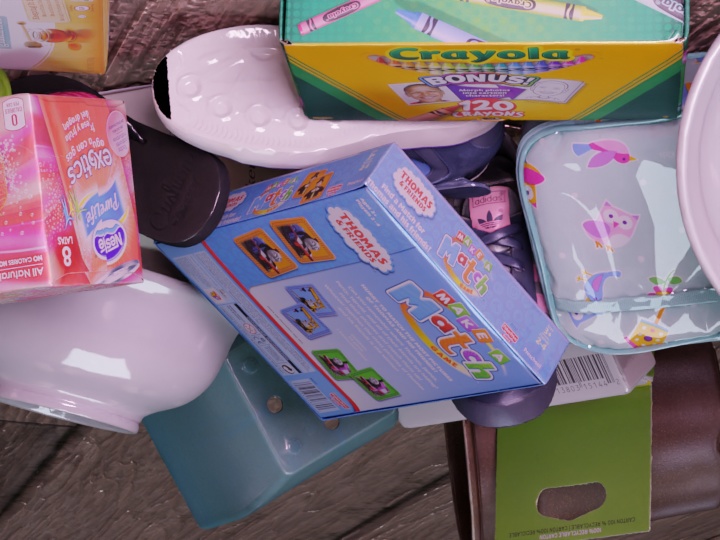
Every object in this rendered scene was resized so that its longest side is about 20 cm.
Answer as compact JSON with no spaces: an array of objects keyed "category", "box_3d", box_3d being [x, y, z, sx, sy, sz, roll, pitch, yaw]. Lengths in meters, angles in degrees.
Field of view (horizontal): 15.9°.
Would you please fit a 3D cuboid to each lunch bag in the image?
[{"category":"lunch bag","box_3d":[0.192,-0.034,1.416,0.198,0.161,0.077,-5,-152,16]}]

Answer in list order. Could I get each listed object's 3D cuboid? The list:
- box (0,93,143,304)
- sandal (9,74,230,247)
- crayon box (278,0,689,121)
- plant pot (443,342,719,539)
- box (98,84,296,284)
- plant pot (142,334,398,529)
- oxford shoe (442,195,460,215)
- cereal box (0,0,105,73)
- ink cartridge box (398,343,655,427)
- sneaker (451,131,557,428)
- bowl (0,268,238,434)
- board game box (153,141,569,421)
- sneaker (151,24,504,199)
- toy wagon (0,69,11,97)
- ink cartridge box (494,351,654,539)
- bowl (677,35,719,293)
[{"category":"box","box_3d":[-0.225,-0.028,1.366,0.199,0.104,0.094,-7,178,27]},{"category":"sandal","box_3d":[-0.155,-0.066,1.425,0.199,0.076,0.045,19,178,38]},{"category":"crayon box","box_3d":[0.064,-0.121,1.302,0.198,0.059,0.119,0,165,5]},{"category":"plant pot","box_3d":[0.166,0.114,1.946,0.196,0.202,0.200,-6,165,-3]},{"category":"box","box_3d":[-0.092,-0.038,1.561,0.077,0.096,0.200,-7,164,29]},{"category":"plant pot","box_3d":[-0.059,0.083,1.756,0.141,0.142,0.200,-30,-176,-17]},{"category":"oxford shoe","box_3d":[0.000,0.000,1.471,0.084,0.073,0.200,15,161,-16]},{"category":"cereal box","box_3d":[-0.224,-0.138,1.269,0.198,0.040,0.144,2,167,-4]},{"category":"ink cartridge box","box_3d":[0.073,0.009,1.691,0.199,0.177,0.045,-12,-159,42]},{"category":"sneaker","box_3d":[0.074,0.001,1.472,0.070,0.201,0.082,-7,129,4]},{"category":"bowl","box_3d":[-0.170,0.044,1.565,0.199,0.091,0.201,14,172,2]},{"category":"board game box","box_3d":[-0.003,0.011,1.399,0.151,0.037,0.199,48,148,-21]},{"category":"sneaker","box_3d":[-0.019,-0.074,1.438,0.198,0.081,0.147,-2,161,-8]},{"category":"toy wagon","box_3d":[-0.289,-0.091,1.390,0.154,0.040,0.200,-8,177,21]},{"category":"ink cartridge box","box_3d":[0.124,0.081,1.772,0.147,0.202,0.075,-13,160,42]},{"category":"bowl","box_3d":[0.242,-0.062,1.288,0.199,0.203,0.090,4,-170,-11]}]
